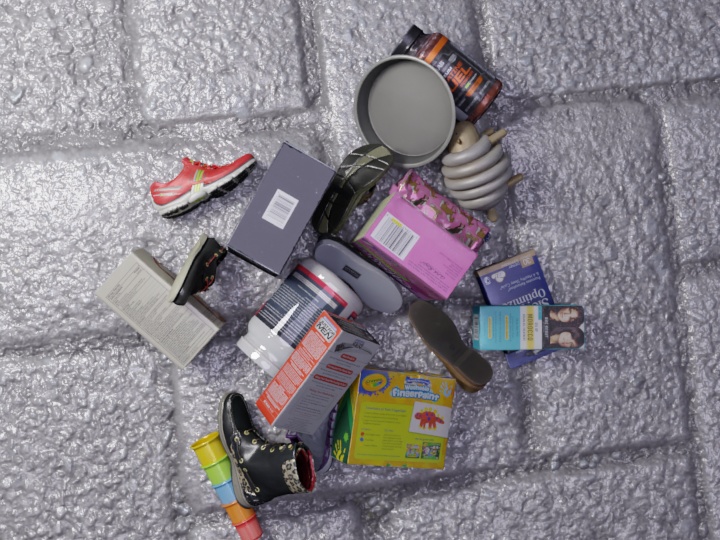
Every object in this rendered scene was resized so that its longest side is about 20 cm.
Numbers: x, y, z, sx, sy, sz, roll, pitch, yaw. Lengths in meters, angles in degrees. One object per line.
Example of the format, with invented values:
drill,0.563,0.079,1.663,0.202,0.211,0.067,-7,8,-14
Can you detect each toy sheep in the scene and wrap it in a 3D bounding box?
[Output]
toy sheep,0.216,-0.178,1.536,0.138,0.138,0.200,-29,108,-8

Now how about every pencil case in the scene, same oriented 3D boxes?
pencil case,0.140,-0.099,1.542,0.200,0.087,0.083,38,80,-2

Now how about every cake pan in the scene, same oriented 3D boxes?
cake pan,0.083,-0.286,1.513,0.200,0.037,0.201,11,114,26

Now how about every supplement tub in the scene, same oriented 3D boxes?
supplement tub,-0.106,0.092,1.476,0.140,0.140,0.200,41,83,-4
supplement tub,0.153,-0.360,1.543,0.200,0.107,0.107,37,84,-5

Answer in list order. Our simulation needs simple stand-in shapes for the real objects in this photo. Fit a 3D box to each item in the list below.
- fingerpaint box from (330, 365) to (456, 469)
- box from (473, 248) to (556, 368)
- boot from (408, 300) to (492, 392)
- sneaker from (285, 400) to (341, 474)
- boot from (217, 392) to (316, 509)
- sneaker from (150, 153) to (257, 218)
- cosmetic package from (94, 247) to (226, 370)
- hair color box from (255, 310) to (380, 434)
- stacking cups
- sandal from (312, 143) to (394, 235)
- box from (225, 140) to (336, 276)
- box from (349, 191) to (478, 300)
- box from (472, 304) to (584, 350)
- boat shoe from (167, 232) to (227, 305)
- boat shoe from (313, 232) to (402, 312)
fingerpaint box,0.059,0.259,1.499,0.200,0.073,0.167,9,87,-28
box,0.304,0.073,1.587,0.121,0.032,0.200,-21,92,-8
boot,0.154,0.144,1.548,0.074,0.076,0.200,-33,72,-25
sneaker,-0.087,0.262,1.493,0.087,0.074,0.201,7,87,-39
boot,-0.160,0.299,1.452,0.153,0.073,0.204,-18,80,32
sneaker,-0.281,-0.168,1.496,0.200,0.077,0.085,-27,87,-8
cosmetic package,-0.344,0.065,1.466,0.200,0.087,0.103,43,95,-5
hair color box,-0.071,0.173,1.407,0.200,0.111,0.064,-52,50,10
stacking cups,-0.228,0.385,1.491,0.060,0.061,0.200,-28,93,-8
sandal,-0.014,-0.148,1.541,0.080,0.057,0.201,44,101,26
box,-0.139,-0.100,1.457,0.104,0.182,0.200,29,85,-7
box,0.086,-0.037,1.476,0.176,0.200,0.097,37,84,-5
box,0.308,0.104,1.545,0.199,0.049,0.083,0,89,-8
boat shoe,-0.274,0.003,1.436,0.063,0.201,0.074,35,115,-11
boat shoe,0.000,0.000,1.530,0.200,0.057,0.069,39,116,-21
